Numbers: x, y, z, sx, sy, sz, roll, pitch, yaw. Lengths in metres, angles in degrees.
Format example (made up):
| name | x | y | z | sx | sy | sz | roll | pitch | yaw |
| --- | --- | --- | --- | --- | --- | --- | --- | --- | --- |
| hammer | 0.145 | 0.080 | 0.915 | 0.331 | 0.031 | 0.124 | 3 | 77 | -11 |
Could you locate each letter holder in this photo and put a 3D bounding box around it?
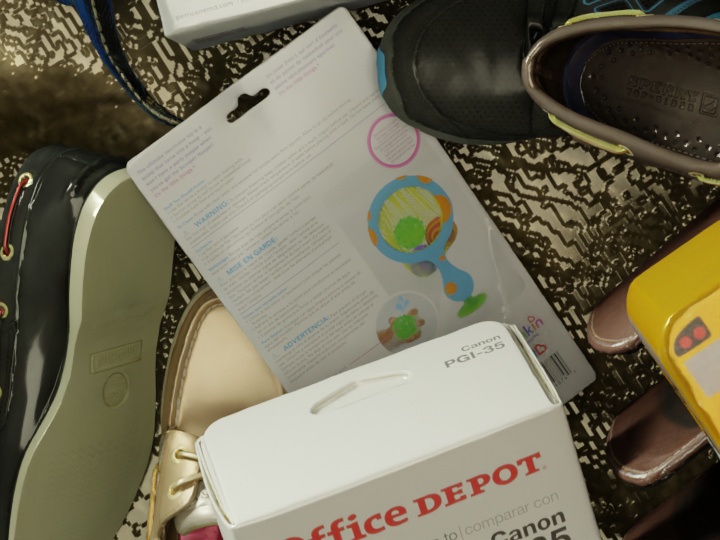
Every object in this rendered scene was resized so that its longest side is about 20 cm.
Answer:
| name | x | y | z | sx | sy | sz | roll | pitch | yaw |
| --- | --- | --- | --- | --- | --- | --- | --- | --- | --- |
| letter holder | 0.135 | 0.054 | 1.065 | 0.142 | 0.200 | 0.101 | -39 | 92 | 4 |

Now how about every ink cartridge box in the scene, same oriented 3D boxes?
| name | x | y | z | sx | sy | sz | roll | pitch | yaw |
| --- | --- | --- | --- | --- | --- | --- | --- | --- | --- |
| ink cartridge box | 0.031 | 0.143 | 1.090 | 0.146 | 0.083 | 0.201 | -20 | 116 | -4 |

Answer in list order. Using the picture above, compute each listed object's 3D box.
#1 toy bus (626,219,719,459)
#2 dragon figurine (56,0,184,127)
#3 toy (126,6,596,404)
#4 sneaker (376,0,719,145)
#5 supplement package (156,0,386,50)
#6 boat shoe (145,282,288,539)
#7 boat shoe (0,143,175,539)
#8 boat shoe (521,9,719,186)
| name | x | y | z | sx | sy | sz | roll | pitch | yaw |
| --- | --- | --- | --- | --- | --- | --- | --- | --- | --- |
| toy bus | 0.136 | 0.030 | 0.862 | 0.065 | 0.200 | 0.078 | -33 | 92 | 4 |
| dragon figurine | -0.122 | -0.150 | 1.111 | 0.059 | 0.099 | 0.201 | -13 | 93 | 3 |
| toy | 0.000 | 0.000 | 1.136 | 0.115 | 0.047 | 0.200 | -37 | 101 | -5 |
| sneaker | 0.107 | -0.093 | 1.097 | 0.199 | 0.082 | 0.074 | -4 | 91 | -12 |
| supplement package | -0.049 | -0.204 | 1.099 | 0.109 | 0.114 | 0.201 | -14 | 91 | 2 |
| boat shoe | -0.056 | 0.104 | 1.139 | 0.073 | 0.069 | 0.201 | 1 | 94 | 2 |
| boat shoe | -0.130 | 0.046 | 1.145 | 0.063 | 0.074 | 0.202 | 20 | 106 | 36 |
| boat shoe | 0.154 | -0.060 | 0.987 | 0.199 | 0.059 | 0.072 | 15 | 97 | 34 |
